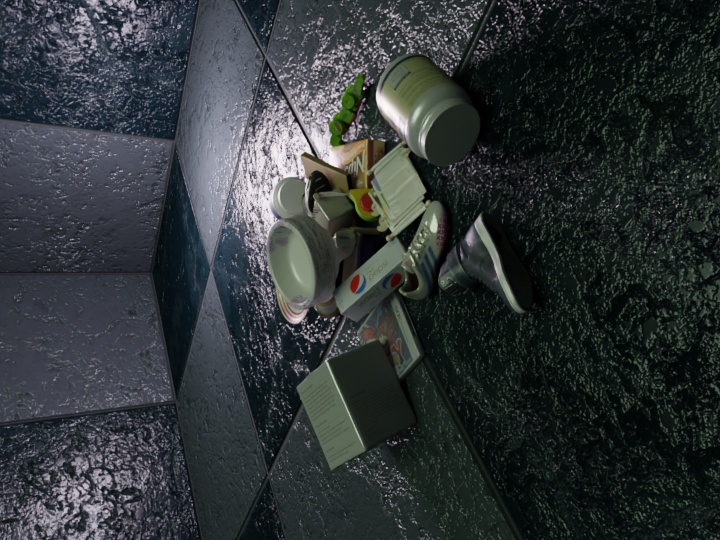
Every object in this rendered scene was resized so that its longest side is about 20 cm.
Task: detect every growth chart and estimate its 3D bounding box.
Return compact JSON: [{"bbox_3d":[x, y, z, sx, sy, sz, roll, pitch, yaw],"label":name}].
[{"bbox_3d":[0.076,-0.176,1.226,0.142,0.018,0.206,-32,58,23],"label":"growth chart"}]

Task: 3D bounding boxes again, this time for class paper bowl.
[{"bbox_3d":[-0.122,-0.024,1.274,0.198,0.102,0.208,24,122,45],"label":"paper bowl"}]

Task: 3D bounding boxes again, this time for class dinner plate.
[{"bbox_3d":[-0.174,0.038,1.495,0.197,0.024,0.209,5,96,56],"label":"dinner plate"}]

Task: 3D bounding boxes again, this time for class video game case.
[{"bbox_3d":[0.064,0.168,1.307,0.202,0.022,0.187,-57,44,43],"label":"video game case"}]

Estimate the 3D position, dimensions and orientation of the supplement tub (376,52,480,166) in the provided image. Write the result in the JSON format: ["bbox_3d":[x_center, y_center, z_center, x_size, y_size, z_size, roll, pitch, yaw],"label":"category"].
[{"bbox_3d":[0.129,-0.309,1.083,0.202,0.140,0.148,58,136,41],"label":"supplement tub"}]

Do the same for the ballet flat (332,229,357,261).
[{"bbox_3d":[-0.073,-0.044,1.345,0.200,0.069,0.074,-44,54,55],"label":"ballet flat"}]

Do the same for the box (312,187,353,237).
[{"bbox_3d":[-0.079,-0.113,1.425,0.069,0.081,0.202,52,155,16],"label":"box"}]

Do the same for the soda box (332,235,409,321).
[{"bbox_3d":[0.034,0.020,1.236,0.199,0.067,0.065,-41,52,17],"label":"soda box"}]

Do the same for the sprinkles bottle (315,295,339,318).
[{"bbox_3d":[-0.090,0.067,1.437,0.201,0.066,0.071,83,175,-71],"label":"sprinkles bottle"}]

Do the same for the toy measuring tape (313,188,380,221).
[{"bbox_3d":[-0.015,-0.149,1.305,0.074,0.191,0.077,-2,-90,-83],"label":"toy measuring tape"}]

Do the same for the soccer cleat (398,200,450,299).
[{"bbox_3d":[0.126,-0.038,1.142,0.069,0.084,0.208,27,113,55],"label":"soccer cleat"}]

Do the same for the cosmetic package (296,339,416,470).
[{"bbox_3d":[-0.012,0.298,1.260,0.167,0.163,0.205,-43,68,47],"label":"cosmetic package"}]

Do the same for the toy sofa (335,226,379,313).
[{"bbox_3d":[0.000,0.000,1.356,0.097,0.080,0.209,15,103,61],"label":"toy sofa"}]

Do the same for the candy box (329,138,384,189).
[{"bbox_3d":[-0.013,-0.254,1.402,0.198,0.054,0.121,9,100,59],"label":"candy box"}]

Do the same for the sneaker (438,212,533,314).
[{"bbox_3d":[0.215,0.022,0.990,0.147,0.075,0.207,-48,40,34],"label":"sneaker"}]

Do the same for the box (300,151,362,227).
[{"bbox_3d":[-0.075,-0.201,1.436,0.198,0.021,0.167,34,148,43],"label":"box"}]

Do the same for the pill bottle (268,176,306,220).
[{"bbox_3d":[-0.199,-0.203,1.607,0.200,0.115,0.125,-171,82,-77],"label":"pill bottle"}]

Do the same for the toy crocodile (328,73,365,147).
[{"bbox_3d":[-0.031,-0.404,1.433,0.203,0.060,0.068,-60,7,33],"label":"toy crocodile"}]

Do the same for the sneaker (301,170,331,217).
[{"bbox_3d":[-0.122,-0.183,1.436,0.080,0.073,0.202,51,157,22],"label":"sneaker"}]
